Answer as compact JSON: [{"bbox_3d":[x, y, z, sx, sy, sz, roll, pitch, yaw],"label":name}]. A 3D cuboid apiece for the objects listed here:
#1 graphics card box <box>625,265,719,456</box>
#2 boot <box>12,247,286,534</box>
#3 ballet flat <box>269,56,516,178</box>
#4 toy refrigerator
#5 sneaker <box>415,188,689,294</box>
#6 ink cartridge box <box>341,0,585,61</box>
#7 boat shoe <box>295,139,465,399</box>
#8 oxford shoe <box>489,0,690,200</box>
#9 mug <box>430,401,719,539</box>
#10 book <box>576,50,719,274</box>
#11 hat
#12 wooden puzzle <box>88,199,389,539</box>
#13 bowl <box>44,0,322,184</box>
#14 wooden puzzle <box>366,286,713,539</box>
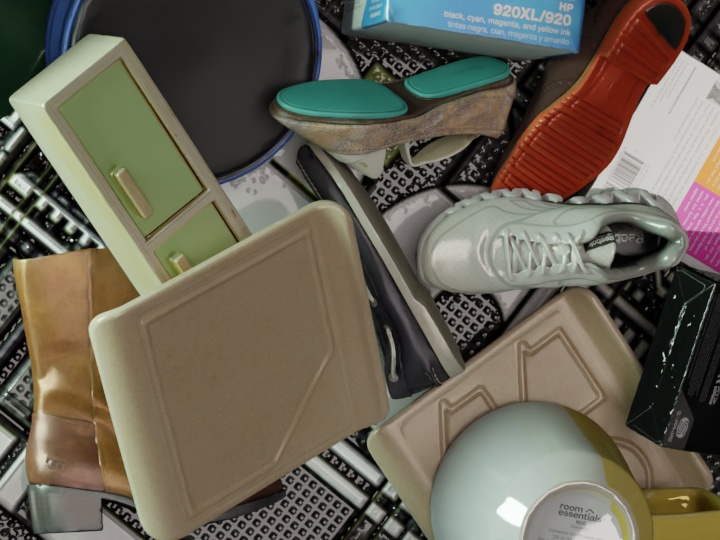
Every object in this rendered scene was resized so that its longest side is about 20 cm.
[{"bbox_3d":[0.295,0.076,1.793,0.199,0.051,0.126,10,102,-35],"label":"graphics card box"},{"bbox_3d":[-0.148,0.081,1.750,0.186,0.068,0.202,-2,84,-6],"label":"boot"},{"bbox_3d":[0.025,-0.102,1.748,0.199,0.068,0.068,-10,123,-27],"label":"ballet flat"},{"bbox_3d":[-0.145,-0.056,1.674,0.076,0.070,0.201,-40,115,-19],"label":"toy refrigerator"},{"bbox_3d":[0.138,-0.019,1.760,0.198,0.081,0.076,-7,103,-7],"label":"sneaker"},{"bbox_3d":[0.081,-0.258,1.730,0.143,0.147,0.202,7,91,-12],"label":"ink cartridge box"},{"bbox_3d":[0.000,0.000,1.761,0.062,0.073,0.201,-31,93,10],"label":"boat shoe"},{"bbox_3d":[0.159,-0.127,1.800,0.071,0.073,0.200,34,101,-34],"label":"oxford shoe"},{"bbox_3d":[0.149,0.164,1.713,0.186,0.153,0.150,-33,97,-5],"label":"mug"},{"bbox_3d":[0.277,-0.058,1.831,0.199,0.048,0.134,31,89,-11],"label":"book"},{"bbox_3d":[-0.305,-0.219,1.704,0.175,0.165,0.201,24,89,26],"label":"hat"},{"bbox_3d":[-0.081,0.066,1.686,0.199,0.037,0.186,-26,123,-24],"label":"wooden puzzle"},{"bbox_3d":[-0.119,-0.152,1.723,0.199,0.039,0.202,-5,106,-18],"label":"bowl"},{"bbox_3d":[0.130,0.138,1.809,0.199,0.046,0.186,-35,98,-4],"label":"wooden puzzle"}]
